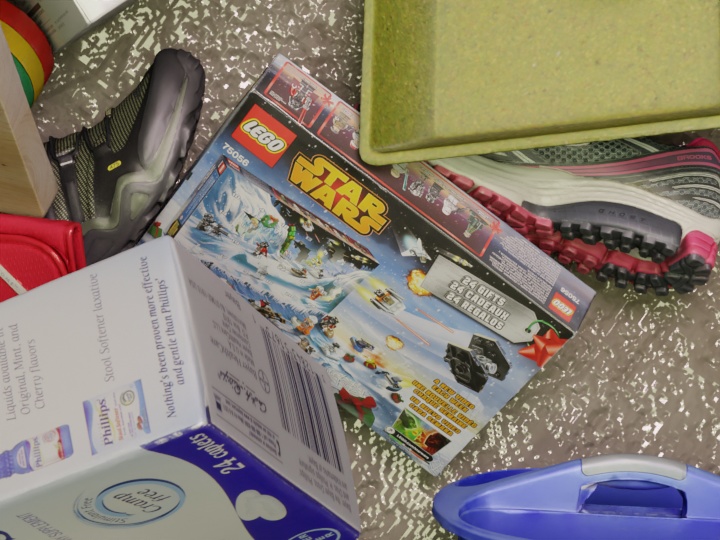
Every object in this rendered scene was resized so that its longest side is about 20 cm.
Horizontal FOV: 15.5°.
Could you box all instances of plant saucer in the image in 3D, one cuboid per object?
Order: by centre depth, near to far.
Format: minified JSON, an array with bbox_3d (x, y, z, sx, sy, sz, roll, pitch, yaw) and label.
[{"bbox_3d":[0.103,-0.142,1.296,0.199,0.048,0.200,-6,66,17],"label":"plant saucer"}]

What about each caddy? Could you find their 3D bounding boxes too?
[{"bbox_3d":[0.135,0.143,1.335,0.199,0.141,0.105,3,102,-1],"label":"caddy"}]

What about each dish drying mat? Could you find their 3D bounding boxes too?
[{"bbox_3d":[-0.227,0.005,1.330,0.200,0.018,0.077,4,114,23],"label":"dish drying mat"}]

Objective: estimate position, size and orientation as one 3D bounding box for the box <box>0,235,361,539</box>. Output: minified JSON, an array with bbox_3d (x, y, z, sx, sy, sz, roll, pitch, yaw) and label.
[{"bbox_3d":[-0.130,0.093,1.275,0.200,0.184,0.105,-21,61,15],"label":"box"}]

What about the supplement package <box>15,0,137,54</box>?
[{"bbox_3d":[-0.134,-0.233,1.265,0.152,0.151,0.200,-35,97,-12],"label":"supplement package"}]

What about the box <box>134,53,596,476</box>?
[{"bbox_3d":[0.000,0.000,1.331,0.200,0.040,0.137,37,132,-5],"label":"box"}]

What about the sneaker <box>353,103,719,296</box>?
[{"bbox_3d":[0.088,-0.049,1.349,0.200,0.081,0.075,17,66,1],"label":"sneaker"}]

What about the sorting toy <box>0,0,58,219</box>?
[{"bbox_3d":[-0.247,-0.132,1.275,0.200,0.199,0.070,13,54,20],"label":"sorting toy"}]

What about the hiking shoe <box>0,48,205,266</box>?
[{"bbox_3d":[-0.158,-0.039,1.342,0.101,0.076,0.200,34,97,-8],"label":"hiking shoe"}]
